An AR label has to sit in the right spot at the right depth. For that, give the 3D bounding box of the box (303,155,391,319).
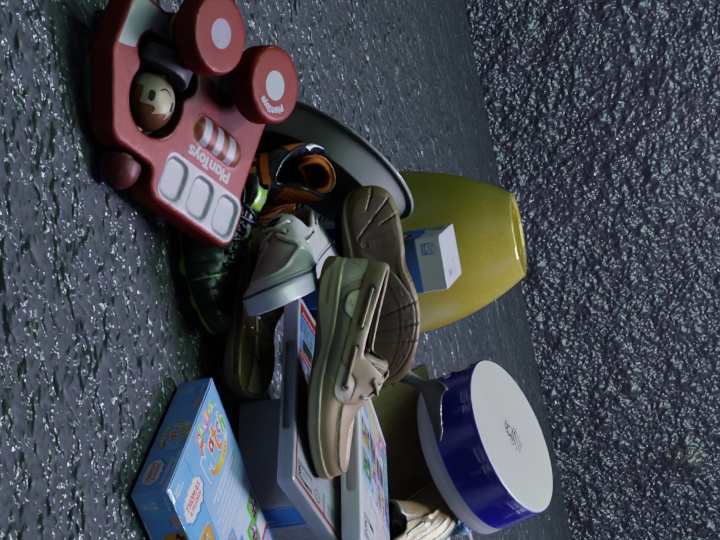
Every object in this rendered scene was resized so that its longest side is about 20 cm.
[{"bbox_3d":[0.001,-0.010,1.595,0.200,0.104,0.185,-75,151,-58],"label":"box"}]

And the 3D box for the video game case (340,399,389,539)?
[{"bbox_3d":[0.005,0.219,1.314,0.200,0.023,0.183,73,13,-57],"label":"video game case"}]

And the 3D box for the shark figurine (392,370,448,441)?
[{"bbox_3d":[-0.005,0.125,1.494,0.090,0.213,0.128,-65,-153,13],"label":"shark figurine"}]

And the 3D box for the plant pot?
[{"bbox_3d":[0.126,-0.034,1.597,0.200,0.141,0.202,-10,90,-77],"label":"plant pot"}]

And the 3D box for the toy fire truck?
[{"bbox_3d":[-0.149,-0.128,1.077,0.200,0.111,0.169,37,63,-52],"label":"toy fire truck"}]

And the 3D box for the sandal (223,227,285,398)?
[{"bbox_3d":[-0.110,0.037,1.233,0.080,0.054,0.201,52,32,-39],"label":"sandal"}]

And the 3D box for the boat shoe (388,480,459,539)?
[{"bbox_3d":[0.053,0.300,1.537,0.200,0.071,0.077,-42,120,-42],"label":"boat shoe"}]

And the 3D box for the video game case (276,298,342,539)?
[{"bbox_3d":[-0.043,0.144,1.223,0.143,0.017,0.201,63,21,-47],"label":"video game case"}]

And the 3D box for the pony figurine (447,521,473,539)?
[{"bbox_3d":[0.097,0.287,1.731,0.199,0.166,0.195,-8,90,-56],"label":"pony figurine"}]

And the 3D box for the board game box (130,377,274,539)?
[{"bbox_3d":[-0.124,0.216,1.091,0.152,0.036,0.201,-75,152,-60],"label":"board game box"}]

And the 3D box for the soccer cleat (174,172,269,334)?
[{"bbox_3d":[-0.123,-0.044,1.174,0.068,0.080,0.202,40,42,-68],"label":"soccer cleat"}]

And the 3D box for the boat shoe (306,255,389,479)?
[{"bbox_3d":[-0.009,0.090,1.165,0.071,0.064,0.202,-28,123,-80],"label":"boat shoe"}]

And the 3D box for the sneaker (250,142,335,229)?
[{"bbox_3d":[-0.072,-0.078,1.332,0.200,0.111,0.078,13,69,-75],"label":"sneaker"}]

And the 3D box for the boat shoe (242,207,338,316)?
[{"bbox_3d":[-0.070,-0.016,1.200,0.070,0.070,0.200,67,19,-10],"label":"boat shoe"}]

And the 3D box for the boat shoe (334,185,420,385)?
[{"bbox_3d":[0.014,0.012,1.299,0.065,0.073,0.202,-150,-125,-70],"label":"boat shoe"}]

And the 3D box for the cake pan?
[{"bbox_3d":[-0.035,-0.106,1.398,0.037,0.199,0.201,-54,148,-16],"label":"cake pan"}]

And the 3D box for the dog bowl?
[{"bbox_3d":[0.155,0.216,1.605,0.200,0.078,0.201,45,31,-36],"label":"dog bowl"}]

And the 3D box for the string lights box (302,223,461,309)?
[{"bbox_3d":[0.000,0.000,1.386,0.103,0.198,0.059,-36,117,-75],"label":"string lights box"}]

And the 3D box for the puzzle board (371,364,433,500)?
[{"bbox_3d":[0.030,0.216,1.576,0.199,0.017,0.152,-24,106,-47],"label":"puzzle board"}]

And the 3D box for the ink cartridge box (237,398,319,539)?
[{"bbox_3d":[-0.056,0.223,1.289,0.200,0.066,0.117,61,23,-52],"label":"ink cartridge box"}]
